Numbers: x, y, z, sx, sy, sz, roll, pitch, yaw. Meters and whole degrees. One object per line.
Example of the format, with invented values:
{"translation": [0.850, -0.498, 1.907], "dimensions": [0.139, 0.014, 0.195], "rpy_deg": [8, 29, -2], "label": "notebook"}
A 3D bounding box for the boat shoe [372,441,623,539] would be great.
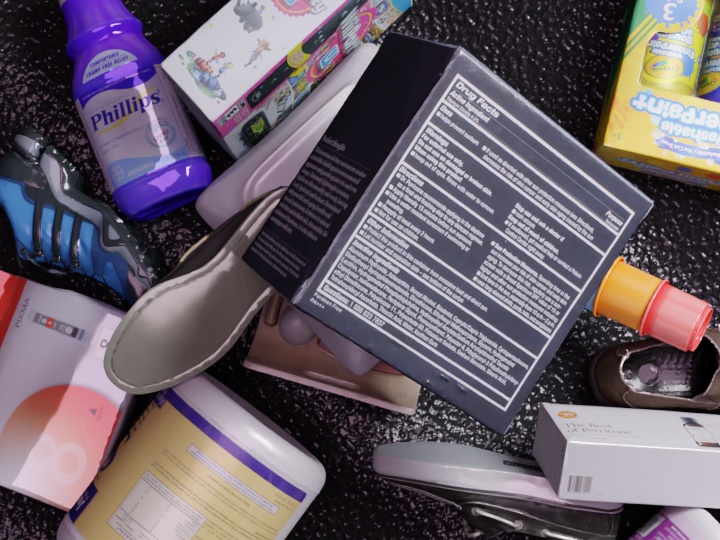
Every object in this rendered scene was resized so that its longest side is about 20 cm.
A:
{"translation": [0.103, 0.179, 1.068], "dimensions": [0.199, 0.071, 0.064], "rpy_deg": [10, 98, 10], "label": "boat shoe"}

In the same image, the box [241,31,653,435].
{"translation": [0.061, -0.027, 0.962], "dimensions": [0.200, 0.123, 0.199], "rpy_deg": [34, 91, -27], "label": "box"}

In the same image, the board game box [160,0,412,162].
{"translation": [-0.051, -0.186, 1.074], "dimensions": [0.200, 0.148, 0.064], "rpy_deg": [-44, 82, -3], "label": "board game box"}

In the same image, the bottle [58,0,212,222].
{"translation": [-0.190, -0.144, 1.113], "dimensions": [0.083, 0.065, 0.201], "rpy_deg": [-22, 84, 3], "label": "bottle"}

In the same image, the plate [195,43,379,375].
{"translation": [0.001, -0.056, 1.066], "dimensions": [0.200, 0.032, 0.200], "rpy_deg": [-43, 74, -5], "label": "plate"}

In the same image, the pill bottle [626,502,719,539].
{"translation": [0.207, 0.275, 1.036], "dimensions": [0.200, 0.112, 0.112], "rpy_deg": [-41, 84, -3], "label": "pill bottle"}

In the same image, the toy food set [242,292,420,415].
{"translation": [0.000, 0.000, 1.096], "dimensions": [0.143, 0.060, 0.201], "rpy_deg": [15, 85, 3], "label": "toy food set"}

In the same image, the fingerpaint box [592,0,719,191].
{"translation": [0.303, -0.149, 1.099], "dimensions": [0.199, 0.073, 0.168], "rpy_deg": [15, 84, 3], "label": "fingerpaint box"}

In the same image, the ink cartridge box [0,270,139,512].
{"translation": [-0.279, 0.085, 1.099], "dimensions": [0.199, 0.050, 0.163], "rpy_deg": [20, 84, 0], "label": "ink cartridge box"}

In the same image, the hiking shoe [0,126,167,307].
{"translation": [-0.229, -0.020, 1.103], "dimensions": [0.087, 0.074, 0.200], "rpy_deg": [-44, 74, -1], "label": "hiking shoe"}

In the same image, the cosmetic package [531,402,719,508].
{"translation": [0.239, 0.141, 1.044], "dimensions": [0.199, 0.083, 0.051], "rpy_deg": [5, 103, -9], "label": "cosmetic package"}

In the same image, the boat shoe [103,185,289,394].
{"translation": [-0.107, 0.014, 1.018], "dimensions": [0.201, 0.061, 0.072], "rpy_deg": [-41, 101, -1], "label": "boat shoe"}

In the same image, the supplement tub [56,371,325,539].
{"translation": [-0.137, 0.190, 1.036], "dimensions": [0.145, 0.145, 0.200], "rpy_deg": [37, 85, 5], "label": "supplement tub"}

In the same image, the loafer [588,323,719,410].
{"translation": [0.283, 0.079, 1.076], "dimensions": [0.199, 0.071, 0.073], "rpy_deg": [-10, 84, 0], "label": "loafer"}

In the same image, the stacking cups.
{"translation": [0.173, 0.003, 1.060], "dimensions": [0.199, 0.060, 0.061], "rpy_deg": [25, 85, 24], "label": "stacking cups"}
